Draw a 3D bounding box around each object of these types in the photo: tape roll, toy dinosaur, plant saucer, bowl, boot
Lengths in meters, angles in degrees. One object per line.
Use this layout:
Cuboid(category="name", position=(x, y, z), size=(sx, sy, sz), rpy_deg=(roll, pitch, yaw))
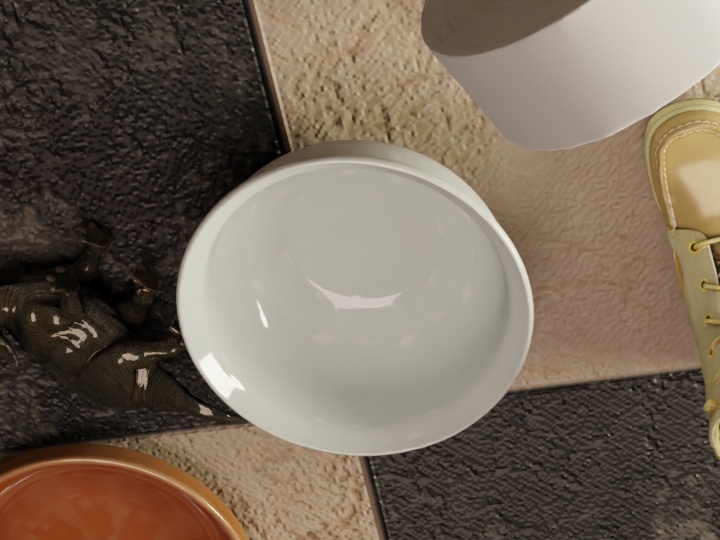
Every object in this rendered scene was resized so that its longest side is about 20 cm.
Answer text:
Cuboid(category="tape roll", position=(0.129, -0.155, 1.336), size=(0.202, 0.202, 0.071), rpy_deg=(-33, 115, 24))
Cuboid(category="toy dinosaur", position=(-0.158, 0.039, 1.580), size=(0.200, 0.077, 0.102), rpy_deg=(25, 134, -18))
Cuboid(category="plant saucer", position=(-0.165, 0.189, 1.694), size=(0.200, 0.032, 0.200), rpy_deg=(2, 125, 3))
Cuboid(category="bowl", position=(0.000, 0.000, 1.517), size=(0.201, 0.090, 0.201), rpy_deg=(3, 124, 4))
Cuboid(category="boot", position=(0.209, 0.019, 1.472), size=(0.073, 0.155, 0.200), rpy_deg=(-13, 122, 13))
